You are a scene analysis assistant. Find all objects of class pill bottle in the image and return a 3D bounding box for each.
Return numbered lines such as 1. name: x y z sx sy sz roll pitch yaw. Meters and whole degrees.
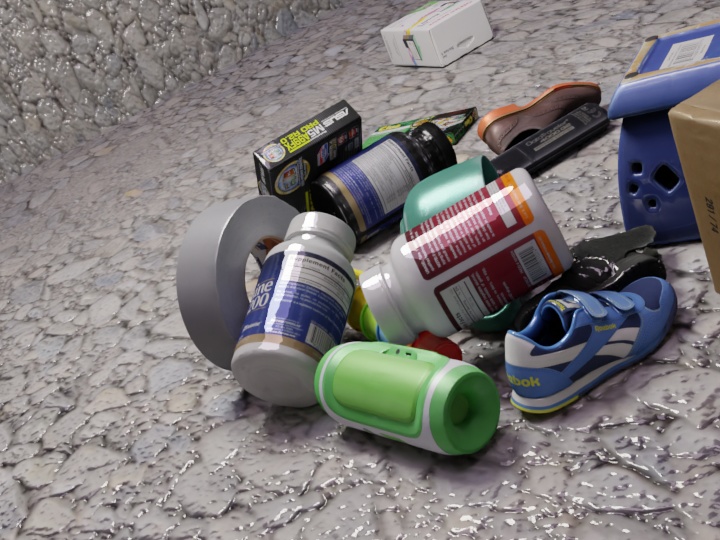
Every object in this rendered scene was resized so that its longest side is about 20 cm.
1. pill bottle: 0.036 -0.126 1.608 0.198 0.113 0.111 -32 23 -18
2. pill bottle: 0.102 -0.007 1.134 0.198 0.114 0.113 -29 21 8
3. pill bottle: -0.066 0.039 1.261 0.109 0.111 0.203 -10 49 32

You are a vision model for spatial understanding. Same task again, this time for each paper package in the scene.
1. paper package: 0.376 -0.064 0.989 0.102 0.203 0.190 -28 23 -10

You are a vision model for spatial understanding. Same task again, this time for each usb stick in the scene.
1. usb stick: 0.259 -0.173 1.577 0.198 0.033 0.055 -31 46 -15

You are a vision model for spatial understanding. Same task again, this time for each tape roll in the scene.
1. tape roll: -0.124 0.016 1.337 0.065 0.203 0.200 -6 28 36

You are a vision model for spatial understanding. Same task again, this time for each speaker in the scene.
1. speaker: 0.040 0.119 1.089 0.088 0.090 0.198 -37 25 -29

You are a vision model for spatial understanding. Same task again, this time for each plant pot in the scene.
1. plant pot: 0.382 -0.162 1.235 0.197 0.182 0.200 -8 27 33

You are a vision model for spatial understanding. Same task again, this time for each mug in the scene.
1. mug: 0.110 -0.030 1.259 0.113 0.154 0.186 -20 22 17

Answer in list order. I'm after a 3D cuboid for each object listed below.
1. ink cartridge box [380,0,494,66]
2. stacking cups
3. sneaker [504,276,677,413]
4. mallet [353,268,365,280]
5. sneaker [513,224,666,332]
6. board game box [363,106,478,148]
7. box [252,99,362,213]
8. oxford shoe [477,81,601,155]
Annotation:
1. ink cartridge box: 0.156 -0.487 2.333 0.144 0.085 0.199 -33 24 -19
2. stacking cups: 0.051 0.065 1.239 0.060 0.061 0.199 -31 25 -17
3. sneaker: 0.216 0.052 1.061 0.198 0.083 0.074 -31 21 -21
4. mallet: 0.000 0.000 1.424 0.041 0.067 0.199 -35 24 -24
5. sneaker: 0.233 0.013 1.166 0.197 0.061 0.104 -23 22 -8
6. board game box: 0.092 -0.226 1.896 0.197 0.024 0.105 -7 30 36
7. box: -0.070 -0.130 1.633 0.159 0.201 0.044 -32 60 -20
8. oxford shoe: 0.271 -0.212 1.647 0.197 0.072 0.073 -23 52 -10
